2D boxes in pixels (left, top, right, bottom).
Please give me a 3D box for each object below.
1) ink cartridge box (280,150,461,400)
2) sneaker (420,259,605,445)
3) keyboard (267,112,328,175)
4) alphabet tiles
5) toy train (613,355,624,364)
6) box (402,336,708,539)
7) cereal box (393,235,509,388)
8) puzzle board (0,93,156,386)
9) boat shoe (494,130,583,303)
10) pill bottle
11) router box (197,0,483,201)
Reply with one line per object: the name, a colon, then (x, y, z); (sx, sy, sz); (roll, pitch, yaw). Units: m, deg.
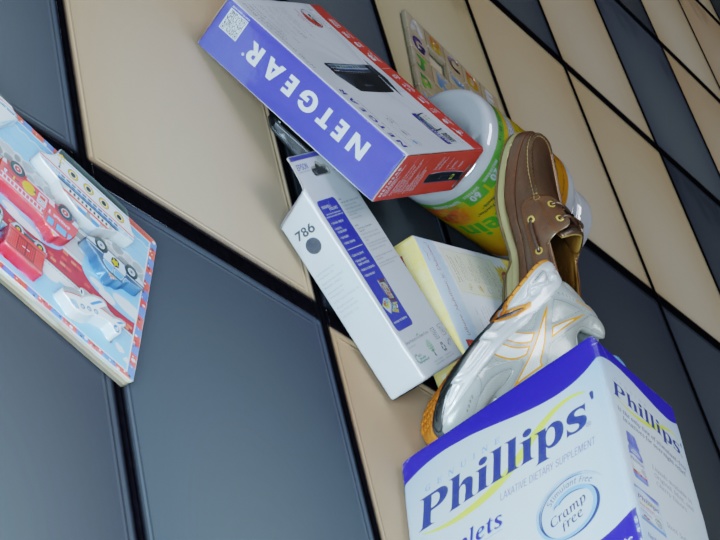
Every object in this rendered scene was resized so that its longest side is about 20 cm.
ink cartridge box: (0.000, 0.000, 1.416); (0.200, 0.039, 0.099); (59, 22, 4)
sneaker: (0.126, 0.079, 1.414); (0.092, 0.076, 0.200); (39, 56, 4)
keyboard: (-0.009, -0.109, 1.560); (0.127, 0.021, 0.200); (42, 24, -1)
alphabet tiles: (0.115, -0.168, 1.921); (0.200, 0.008, 0.167); (39, 27, -34)
toy train: (0.196, 0.158, 1.515); (0.200, 0.087, 0.114); (58, 42, -27)
box: (0.132, 0.182, 1.244); (0.105, 0.184, 0.200); (40, 27, -30)
cereal box: (0.104, 0.050, 1.554); (0.200, 0.039, 0.144); (12, 50, -58)
puzzle board: (-0.198, -0.039, 1.097); (0.200, 0.017, 0.151); (45, 25, -26)
boat shoe: (0.162, -0.029, 1.568); (0.072, 0.067, 0.200); (24, 57, -48)
pill bottle: (0.129, -0.077, 1.685); (0.200, 0.111, 0.111); (32, 32, -45)
router box: (-0.012, -0.142, 1.498); (0.200, 0.049, 0.179); (42, 19, 13)
